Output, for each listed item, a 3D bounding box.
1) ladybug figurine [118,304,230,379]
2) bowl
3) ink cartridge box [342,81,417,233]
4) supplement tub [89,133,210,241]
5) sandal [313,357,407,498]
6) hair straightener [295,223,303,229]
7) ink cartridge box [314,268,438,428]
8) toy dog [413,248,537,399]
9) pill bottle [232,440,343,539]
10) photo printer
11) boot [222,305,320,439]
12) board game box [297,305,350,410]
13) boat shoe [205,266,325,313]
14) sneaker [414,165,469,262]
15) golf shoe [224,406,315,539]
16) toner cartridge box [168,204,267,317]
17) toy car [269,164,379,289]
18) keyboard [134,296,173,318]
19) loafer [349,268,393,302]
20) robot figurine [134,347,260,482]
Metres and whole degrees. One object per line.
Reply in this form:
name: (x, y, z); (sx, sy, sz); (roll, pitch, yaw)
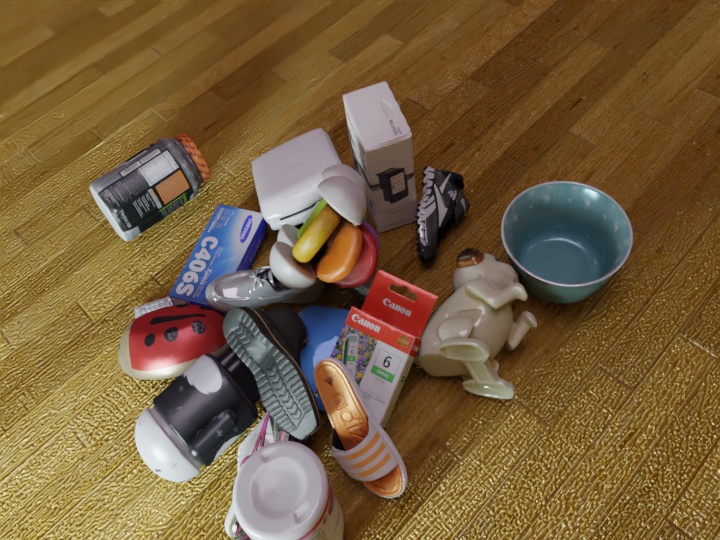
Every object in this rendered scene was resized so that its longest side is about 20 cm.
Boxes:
ladybug figurine: (-0.291, 0.104, 1.082); (0.194, 0.073, 0.137); (-10, 33, 7)
bowl: (0.316, -0.030, 1.090); (0.194, 0.106, 0.205); (-4, 53, 5)
ink cartridge box: (0.036, -0.192, 1.188); (0.082, 0.202, 0.147); (-17, 53, -5)
supplement tub: (-0.382, -0.158, 1.273); (0.198, 0.124, 0.122); (-37, 57, -19)
sandal: (-0.015, 0.221, 0.927); (0.078, 0.059, 0.210); (-31, 88, 29)
hair straightener: (-0.062, -0.106, 1.248); (0.075, 0.041, 0.202); (19, 55, 20)
ink cartridge box: (0.024, 0.107, 0.987); (0.107, 0.050, 0.204); (23, 87, 19)
toy dog: (0.173, 0.069, 1.040); (0.191, 0.140, 0.203); (-9, 45, 46)
pill bottle: (-0.079, 0.302, 0.848); (0.110, 0.202, 0.116); (-4, 53, 5)
photo printer: (-0.108, -0.159, 1.230); (0.163, 0.070, 0.202); (-24, 38, 2)
boot: (-0.094, 0.130, 0.992); (0.077, 0.137, 0.203); (-38, 76, 23)
board game box: (-0.030, 0.141, 1.059); (0.194, 0.039, 0.162); (6, 65, 12)
boat shoe: (-0.149, 0.023, 1.111); (0.194, 0.069, 0.074); (1, 61, -15)
sneaker: (0.142, -0.101, 1.191); (0.088, 0.067, 0.204); (2, 52, 12)
golf shoe: (-0.138, 0.277, 0.964); (0.090, 0.073, 0.202); (0, 45, 33)
toner cartridge box: (-0.239, -0.017, 1.186); (0.092, 0.044, 0.204); (12, 57, 13)
toy car: (-0.036, -0.048, 1.046); (0.176, 0.149, 0.201); (-50, 12, 15)
keyboard: (-0.285, 0.056, 1.174); (0.195, 0.011, 0.057); (-19, 54, -5)
loafer: (0.000, 0.000, 1.137); (0.199, 0.070, 0.070); (37, 74, 30)
robot figurine: (-0.224, 0.204, 0.987); (0.125, 0.151, 0.199); (42, 72, 17)
